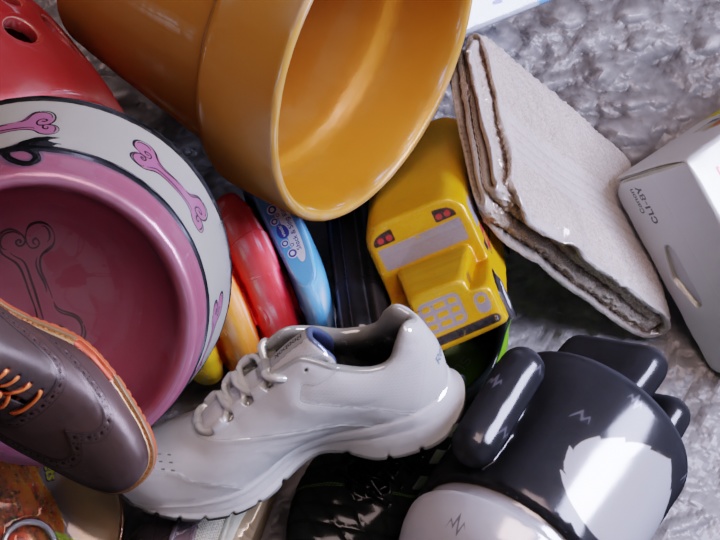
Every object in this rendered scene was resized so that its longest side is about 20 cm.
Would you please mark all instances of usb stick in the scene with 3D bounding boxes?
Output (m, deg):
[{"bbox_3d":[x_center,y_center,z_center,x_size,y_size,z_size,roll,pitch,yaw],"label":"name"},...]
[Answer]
[{"bbox_3d":[0.000,0.000,1.667,0.033,0.056,0.200,-18,34,7],"label":"usb stick"}]

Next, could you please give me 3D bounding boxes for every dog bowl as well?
[{"bbox_3d":[-0.167,0.014,1.495,0.199,0.201,0.074,10,21,-5],"label":"dog bowl"}]

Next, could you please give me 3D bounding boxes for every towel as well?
[{"bbox_3d":[0.121,-0.051,1.703,0.034,0.200,0.133,-26,55,25],"label":"towel"}]

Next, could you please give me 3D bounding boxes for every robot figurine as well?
[{"bbox_3d":[0.107,0.127,1.590,0.150,0.125,0.200,40,60,-2],"label":"robot figurine"}]

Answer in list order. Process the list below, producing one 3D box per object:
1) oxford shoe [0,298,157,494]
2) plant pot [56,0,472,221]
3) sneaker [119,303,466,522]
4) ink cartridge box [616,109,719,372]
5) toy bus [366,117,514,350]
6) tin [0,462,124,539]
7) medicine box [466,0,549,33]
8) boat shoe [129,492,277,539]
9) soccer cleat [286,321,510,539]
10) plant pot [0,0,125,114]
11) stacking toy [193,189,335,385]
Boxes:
[{"bbox_3d":[-0.186,0.054,1.431,0.200,0.071,0.073,40,16,-16],"label":"oxford shoe"},{"bbox_3d":[-0.064,-0.153,1.602,0.183,0.201,0.200,25,55,25],"label":"plant pot"},{"bbox_3d":[-0.046,0.071,1.544,0.199,0.087,0.075,-21,42,-2],"label":"sneaker"},{"bbox_3d":[0.278,-0.045,1.745,0.200,0.083,0.145,-33,97,-27],"label":"ink cartridge box"},{"bbox_3d":[0.045,-0.020,1.657,0.065,0.078,0.200,-21,18,9],"label":"toy bus"},{"bbox_3d":[-0.195,0.098,1.581,0.112,0.042,0.201,-14,76,1],"label":"tin"},{"bbox_3d":[-0.006,-0.218,1.768,0.200,0.103,0.183,-23,97,-23],"label":"medicine box"},{"bbox_3d":[-0.098,0.162,1.576,0.065,0.072,0.200,18,54,9],"label":"boat shoe"},{"bbox_3d":[0.021,0.093,1.634,0.067,0.081,0.200,32,57,9],"label":"soccer cleat"},{"bbox_3d":[-0.255,-0.089,1.625,0.200,0.201,0.183,-23,59,-24],"label":"plant pot"},{"bbox_3d":[-0.119,0.032,1.647,0.199,0.110,0.116,-22,63,-7],"label":"stacking toy"}]
